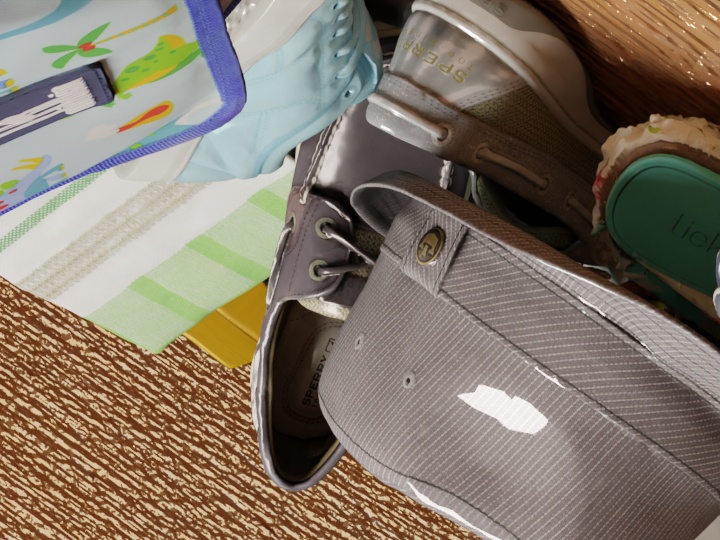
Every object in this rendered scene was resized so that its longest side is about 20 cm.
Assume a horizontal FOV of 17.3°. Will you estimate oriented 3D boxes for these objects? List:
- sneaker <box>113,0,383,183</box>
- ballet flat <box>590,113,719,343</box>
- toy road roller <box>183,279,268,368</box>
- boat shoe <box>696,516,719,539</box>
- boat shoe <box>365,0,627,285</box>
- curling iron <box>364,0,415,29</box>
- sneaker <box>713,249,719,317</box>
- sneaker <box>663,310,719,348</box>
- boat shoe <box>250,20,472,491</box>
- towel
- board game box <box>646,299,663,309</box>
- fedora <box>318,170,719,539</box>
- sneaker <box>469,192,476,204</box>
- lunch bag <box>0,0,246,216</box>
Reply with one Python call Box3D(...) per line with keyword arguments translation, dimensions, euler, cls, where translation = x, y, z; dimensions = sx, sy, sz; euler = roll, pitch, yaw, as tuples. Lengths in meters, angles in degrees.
Box3D(translation=(-0.023, -0.091, 0.808), dimensions=(0.082, 0.074, 0.200), euler=(0, 160, -25), cls="sneaker")
Box3D(translation=(0.161, 0.015, 0.747), dimensions=(0.200, 0.076, 0.064), euler=(41, -156, 2), cls="ballet flat")
Box3D(translation=(-0.037, -0.008, 1.278), dimensions=(0.200, 0.123, 0.146), euler=(37, -176, -9), cls="toy road roller")
Box3D(translation=(0.077, 0.080, 1.049), dimensions=(0.200, 0.075, 0.093), euler=(38, -176, -22), cls="boat shoe")
Box3D(translation=(0.056, -0.037, 0.842), dimensions=(0.074, 0.065, 0.202), euler=(33, 173, 27), cls="boat shoe")
Box3D(translation=(-0.027, -0.110, 0.898), dimensions=(0.200, 0.025, 0.050), euler=(20, 121, 53), cls="curling iron")
Box3D(translation=(0.159, 0.008, 0.597), dimensions=(0.146, 0.077, 0.202), euler=(32, 173, 15), cls="sneaker")
Box3D(translation=(0.123, 0.055, 0.907), dimensions=(0.199, 0.076, 0.077), euler=(9, 149, 22), cls="sneaker")
Box3D(translation=(0.000, 0.000, 0.905), dimensions=(0.072, 0.200, 0.065), euler=(14, -146, -9), cls="boat shoe")
Box3D(translation=(-0.114, -0.046, 0.935), dimensions=(0.200, 0.031, 0.149), euler=(31, 134, -32), cls="towel")
Box3D(translation=(0.166, 0.063, 1.037), dimensions=(0.101, 0.048, 0.200), euler=(38, 173, -15), cls="board game box")
Box3D(translation=(0.057, 0.050, 0.784), dimensions=(0.200, 0.090, 0.177), euler=(33, 176, 46), cls="fedora")
Box3D(translation=(0.066, -0.003, 1.024), dimensions=(0.084, 0.075, 0.200), euler=(30, -178, -15), cls="sneaker")
Box3D(translation=(-0.080, -0.097, 0.566), dimensions=(0.127, 0.200, 0.170), euler=(36, 172, 8), cls="lunch bag")
